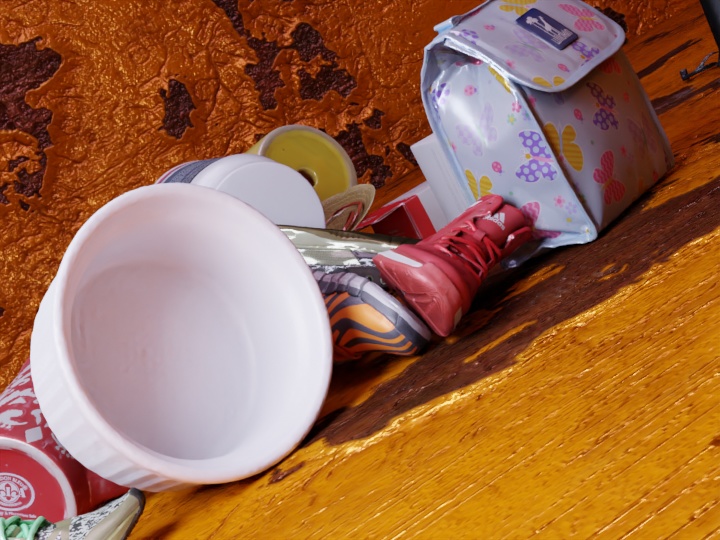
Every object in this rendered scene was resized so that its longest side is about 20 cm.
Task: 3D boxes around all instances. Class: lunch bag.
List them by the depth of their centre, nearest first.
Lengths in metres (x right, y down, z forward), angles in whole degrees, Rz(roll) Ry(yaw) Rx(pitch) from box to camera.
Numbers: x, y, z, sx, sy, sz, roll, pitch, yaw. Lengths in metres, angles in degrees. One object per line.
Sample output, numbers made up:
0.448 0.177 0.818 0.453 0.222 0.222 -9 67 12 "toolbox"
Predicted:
0.150 -0.131 1.003 0.126 0.202 0.169 -23 7 44 "lunch bag"

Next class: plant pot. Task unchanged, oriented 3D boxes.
-0.098 -0.071 1.489 0.200 0.202 0.189 -33 -8 -36 "plant pot"

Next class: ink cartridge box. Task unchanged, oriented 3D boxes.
0.088 -0.070 1.437 0.199 0.068 0.116 -32 6 -20 "ink cartridge box"

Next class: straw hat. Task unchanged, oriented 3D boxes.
-0.040 0.005 1.291 0.200 0.085 0.202 -35 20 14 "straw hat"

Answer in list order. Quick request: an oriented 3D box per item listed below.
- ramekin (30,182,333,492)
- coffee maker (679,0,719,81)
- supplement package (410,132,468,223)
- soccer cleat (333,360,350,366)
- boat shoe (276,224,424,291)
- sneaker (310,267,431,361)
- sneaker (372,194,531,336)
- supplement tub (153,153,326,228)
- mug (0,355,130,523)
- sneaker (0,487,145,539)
-0.126 0.053 0.834 0.200 0.202 0.097 -33 0 -38 "ramekin"
0.465 -0.378 1.578 0.190 0.202 0.135 -28 5 6 "coffee maker"
0.139 -0.107 1.264 0.116 0.118 0.200 -30 7 -4 "supplement package"
-0.057 0.058 1.073 0.198 0.087 0.070 6 56 41 "soccer cleat"
-0.001 0.000 1.083 0.198 0.067 0.072 8 5 13 "boat shoe"
-0.033 0.062 0.936 0.199 0.078 0.113 11 63 55 "sneaker"
0.073 -0.018 0.907 0.115 0.079 0.200 -42 5 -3 "sneaker"
-0.128 -0.041 1.209 0.139 0.142 0.199 -31 15 -22 "supplement tub"
-0.225 0.132 0.951 0.176 0.134 0.200 -30 9 11 "mug"
-0.228 0.177 0.756 0.198 0.089 0.077 -29 6 -3 "sneaker"
